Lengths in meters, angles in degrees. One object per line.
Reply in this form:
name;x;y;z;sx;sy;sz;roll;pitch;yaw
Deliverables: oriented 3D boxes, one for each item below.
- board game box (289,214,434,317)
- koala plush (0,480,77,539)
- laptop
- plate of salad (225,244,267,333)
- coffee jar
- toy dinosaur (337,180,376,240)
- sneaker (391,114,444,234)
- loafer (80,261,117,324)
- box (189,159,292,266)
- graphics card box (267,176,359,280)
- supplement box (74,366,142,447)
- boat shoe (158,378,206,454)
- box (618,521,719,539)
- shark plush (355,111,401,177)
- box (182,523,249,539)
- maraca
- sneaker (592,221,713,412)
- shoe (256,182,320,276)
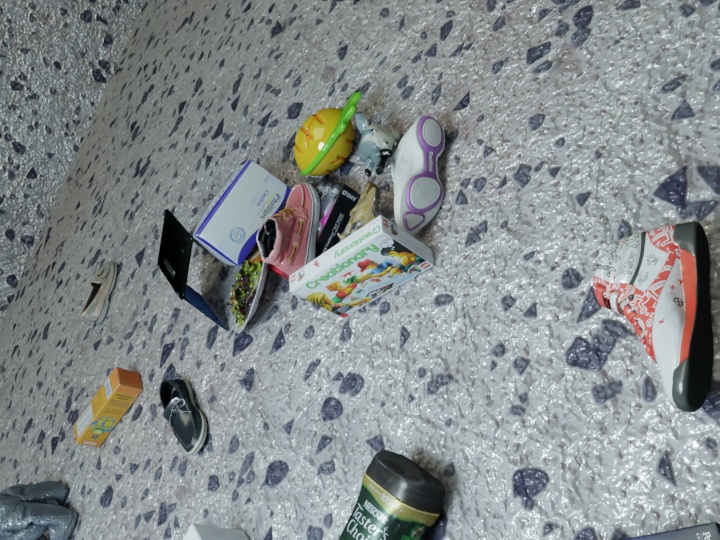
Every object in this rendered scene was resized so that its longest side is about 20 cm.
board game box;0.000;0.000;0.956;0.199;0.126;0.035;-32;47;31
koala plush;-0.791;0.625;1.434;0.177;0.182;0.203;27;100;51
laptop;-0.345;-0.002;1.287;0.187;0.115;0.203;35;117;50
plate of salad;-0.227;0.023;1.212;0.200;0.047;0.203;-165;90;-69
coffee jar;0.026;0.335;0.767;0.104;0.085;0.202;18;82;50
toy dinosaur;0.007;-0.088;1.028;0.201;0.058;0.102;-104;35;-58
sneaker;0.089;-0.149;1.007;0.099;0.074;0.203;-25;50;61
loafer;-0.769;0.055;1.805;0.071;0.063;0.202;-24;52;37
box;-0.249;-0.113;1.240;0.185;0.105;0.200;-57;19;-10
graphics card box;-0.091;-0.073;1.157;0.125;0.051;0.202;21;84;51
supplement box;-0.605;0.329;1.469;0.201;0.066;0.069;-50;44;15
boat shoe;-0.362;0.290;1.231;0.075;0.062;0.200;-51;42;9
box;0.273;0.332;0.510;0.140;0.079;0.202;-28;50;31
shark plush;0.033;-0.198;1.063;0.084;0.090;0.201;-62;27;22
box;-0.210;0.506;0.906;0.199;0.106;0.154;31;91;51
maraca;-0.059;-0.259;1.173;0.200;0.106;0.138;-41;27;43
sneaker;0.305;0.049;0.648;0.107;0.067;0.204;-10;58;45
shoe;-0.128;-0.088;1.094;0.071;0.091;0.203;-24;53;36
